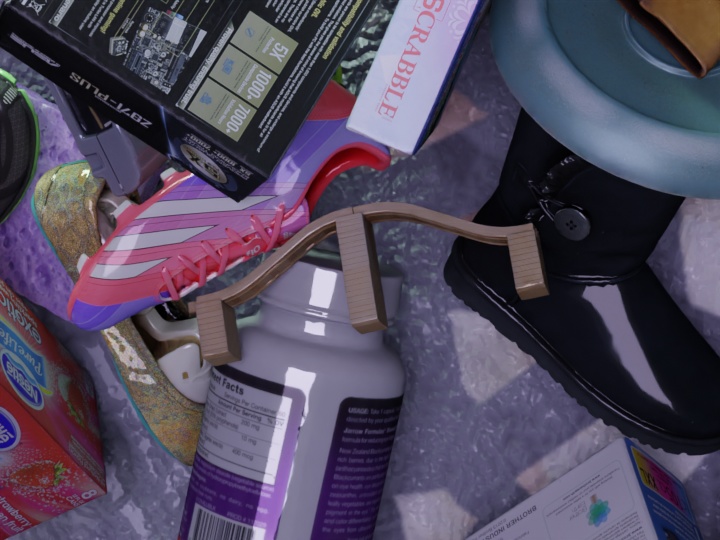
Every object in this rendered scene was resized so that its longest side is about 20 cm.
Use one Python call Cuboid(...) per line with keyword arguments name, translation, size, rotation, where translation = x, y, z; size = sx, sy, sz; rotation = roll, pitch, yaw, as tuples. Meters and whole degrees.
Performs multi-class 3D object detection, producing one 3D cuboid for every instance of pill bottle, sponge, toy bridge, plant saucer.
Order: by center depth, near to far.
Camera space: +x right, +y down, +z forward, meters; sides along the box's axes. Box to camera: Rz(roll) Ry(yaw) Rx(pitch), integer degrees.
Cuboid(name="plant saucer", translation=(0.168, -0.120, 1.295), size=(0.200, 0.200, 0.027), rotation=(25, 136, 7))
Cuboid(name="toy bridge", translation=(0.000, 0.000, 1.312), size=(0.200, 0.027, 0.067), rotation=(-12, 74, 12))
Cuboid(name="pill bottle", translation=(-0.036, 0.091, 1.386), size=(0.111, 0.111, 0.200), rotation=(14, 98, 8))
Cuboid(name="sponge", translation=(-0.229, -0.063, 1.446), size=(0.200, 0.030, 0.112), rotation=(29, 101, 6))

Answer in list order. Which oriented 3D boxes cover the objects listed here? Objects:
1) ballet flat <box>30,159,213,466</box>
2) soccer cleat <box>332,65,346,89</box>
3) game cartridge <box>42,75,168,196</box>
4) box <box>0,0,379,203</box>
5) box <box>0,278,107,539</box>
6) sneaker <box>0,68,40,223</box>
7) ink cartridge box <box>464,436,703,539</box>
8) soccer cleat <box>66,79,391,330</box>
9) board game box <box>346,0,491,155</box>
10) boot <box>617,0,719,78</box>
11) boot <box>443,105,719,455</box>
Cuboid(name="ballet flat", translation=(-0.120, 0.024, 1.396), size=(0.071, 0.071, 0.200), rotation=(-25, 105, 11))
Cuboid(name="soccer cleat", translation=(-0.051, -0.139, 1.397), size=(0.065, 0.084, 0.201), rotation=(-8, 113, -28))
Cuboid(name="game cartridge", translation=(-0.148, -0.155, 1.362), size=(0.040, 0.133, 0.200), rotation=(-18, 107, 24))
Cuboid(name="box", translation=(-0.073, -0.166, 1.272), size=(0.164, 0.086, 0.200), rotation=(32, 77, -8))
Cuboid(name="box", translation=(-0.237, 0.062, 1.372), size=(0.100, 0.096, 0.200), rotation=(-24, 136, 11))
Cuboid(name="sneaker", translation=(-0.259, -0.033, 1.397), size=(0.077, 0.084, 0.200), rotation=(43, 103, 2))
Cuboid(name="ink cartridge box", translation=(0.134, 0.213, 1.319), size=(0.136, 0.200, 0.076), rotation=(-36, 131, 21))
Cuboid(name="soccer cleat", translation=(-0.074, -0.028, 1.330), size=(0.200, 0.067, 0.076), rotation=(-42, 78, -9))
Cuboid(name="board game box", translation=(0.057, -0.167, 1.297), size=(0.041, 0.200, 0.200), rotation=(24, 100, 2))
Cuboid(name="boot", translation=(0.242, -0.173, 1.282), size=(0.188, 0.068, 0.200), rotation=(46, 68, 3))
Cuboid(name="boot", translation=(0.151, -0.006, 1.323), size=(0.200, 0.076, 0.168), rotation=(37, 137, 9))
